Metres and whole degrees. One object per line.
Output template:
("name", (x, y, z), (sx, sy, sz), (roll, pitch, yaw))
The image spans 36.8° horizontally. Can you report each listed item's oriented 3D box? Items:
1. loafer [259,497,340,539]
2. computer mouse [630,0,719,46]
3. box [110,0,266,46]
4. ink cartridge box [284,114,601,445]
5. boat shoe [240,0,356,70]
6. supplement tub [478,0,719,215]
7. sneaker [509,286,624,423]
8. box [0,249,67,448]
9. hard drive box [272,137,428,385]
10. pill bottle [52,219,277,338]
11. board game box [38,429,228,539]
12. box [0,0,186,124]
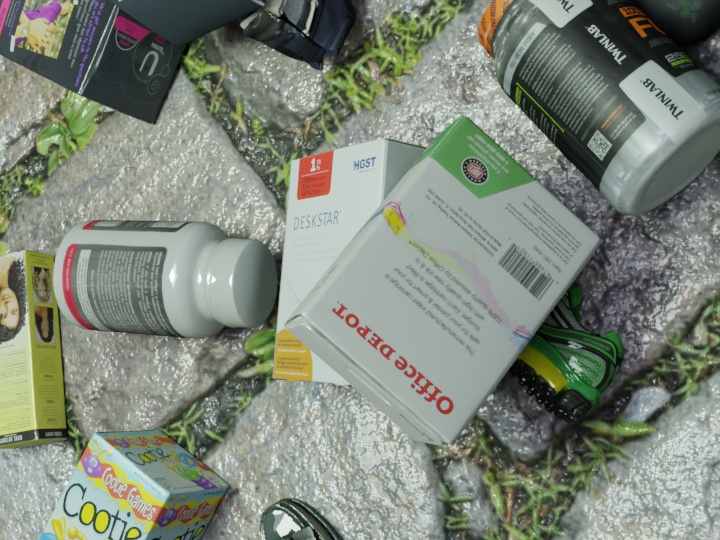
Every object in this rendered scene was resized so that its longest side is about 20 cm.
("loafer", (-0.038, 0.292, 0.953), (0.072, 0.063, 0.201), (-36, 69, 17))
("computer mouse", (0.246, -0.275, 0.853), (0.138, 0.053, 0.201), (-9, 107, 14))
("box", (-0.140, -0.332, 1.009), (0.148, 0.104, 0.201), (-7, 59, 49))
("ink cartridge box", (0.060, 0.010, 0.814), (0.145, 0.084, 0.200), (41, 74, -6))
("boat shoe", (-0.044, -0.284, 1.039), (0.075, 0.092, 0.201), (-24, 44, 54))
("supplement tub", (0.192, -0.152, 0.869), (0.123, 0.122, 0.200), (-45, 68, 14))
("sneaker", (0.135, 0.037, 0.909), (0.085, 0.078, 0.200), (-41, 62, -10))
("box", (-0.360, 0.084, 1.145), (0.075, 0.050, 0.201), (-13, 78, 24))
("hard drive box", (0.000, 0.000, 0.932), (0.156, 0.076, 0.201), (-6, 78, 56))
("pill bottle", (-0.185, 0.008, 1.037), (0.199, 0.111, 0.111), (3, 84, 26))
("board game box", (-0.232, 0.265, 1.028), (0.103, 0.105, 0.201), (31, 98, 25))
("box", (-0.299, -0.247, 1.119), (0.199, 0.122, 0.107), (28, 96, 26))
